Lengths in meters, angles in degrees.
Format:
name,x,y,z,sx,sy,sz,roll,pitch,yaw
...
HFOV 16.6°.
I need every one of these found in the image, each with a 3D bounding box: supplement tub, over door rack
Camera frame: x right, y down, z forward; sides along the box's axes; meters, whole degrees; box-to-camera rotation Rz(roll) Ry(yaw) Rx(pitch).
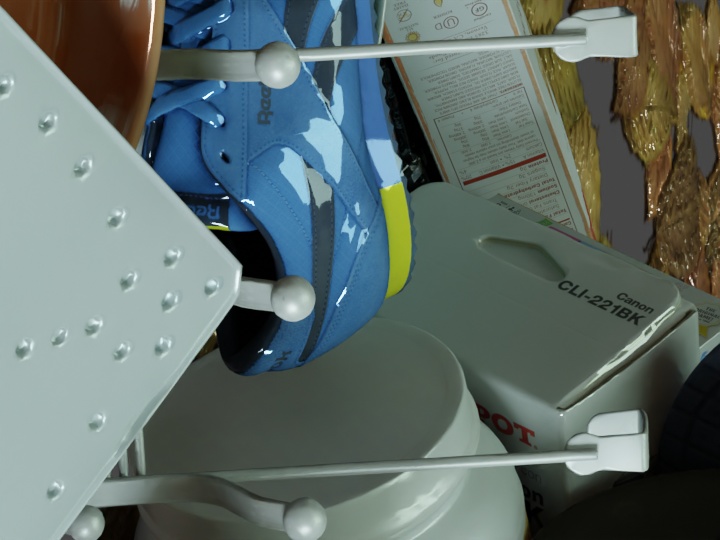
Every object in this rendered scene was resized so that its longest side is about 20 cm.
name,x,y,z,sx,sy,sz,roll,pitch,yaw
supplement tub,-0.002,0.132,0.906,0.145,0.143,0.201,-59,143,-51
over door rack,0.000,0.000,0.747,0.067,0.198,0.149,-142,-132,-71

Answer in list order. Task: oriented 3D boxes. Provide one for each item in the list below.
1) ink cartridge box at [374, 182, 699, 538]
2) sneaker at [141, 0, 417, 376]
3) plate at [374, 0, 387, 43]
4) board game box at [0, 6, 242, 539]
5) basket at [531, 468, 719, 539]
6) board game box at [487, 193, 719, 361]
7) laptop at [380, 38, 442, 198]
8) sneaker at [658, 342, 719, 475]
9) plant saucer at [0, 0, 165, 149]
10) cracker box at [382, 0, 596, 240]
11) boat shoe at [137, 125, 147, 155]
name,x,y,z,sx,sy,sz,roll,pitch,yaw
ink cartridge box,0.060,0.084,0.994,0.084,0.144,0.201,-34,133,-33
sneaker,-0.039,-0.062,0.784,0.078,0.066,0.201,-32,118,-39
plate,-0.020,-0.089,0.920,0.200,0.025,0.202,-170,-90,-80
board game box,-0.137,0.030,0.605,0.200,0.026,0.200,-54,143,-10
basket,0.127,0.185,0.871,0.180,0.135,0.201,-39,122,-52
board game box,0.101,0.080,1.048,0.034,0.134,0.201,-33,134,-32
laptop,-0.002,0.006,1.080,0.178,0.103,0.201,66,7,-46
sneaker,0.163,0.087,0.943,0.082,0.074,0.201,-36,143,-31
plant saucer,-0.133,-0.048,0.607,0.200,0.032,0.201,-28,131,-37
cracker box,0.042,-0.107,1.064,0.201,0.057,0.134,65,8,-46
boat shoe,-0.053,-0.108,0.861,0.068,0.071,0.201,36,59,-45
